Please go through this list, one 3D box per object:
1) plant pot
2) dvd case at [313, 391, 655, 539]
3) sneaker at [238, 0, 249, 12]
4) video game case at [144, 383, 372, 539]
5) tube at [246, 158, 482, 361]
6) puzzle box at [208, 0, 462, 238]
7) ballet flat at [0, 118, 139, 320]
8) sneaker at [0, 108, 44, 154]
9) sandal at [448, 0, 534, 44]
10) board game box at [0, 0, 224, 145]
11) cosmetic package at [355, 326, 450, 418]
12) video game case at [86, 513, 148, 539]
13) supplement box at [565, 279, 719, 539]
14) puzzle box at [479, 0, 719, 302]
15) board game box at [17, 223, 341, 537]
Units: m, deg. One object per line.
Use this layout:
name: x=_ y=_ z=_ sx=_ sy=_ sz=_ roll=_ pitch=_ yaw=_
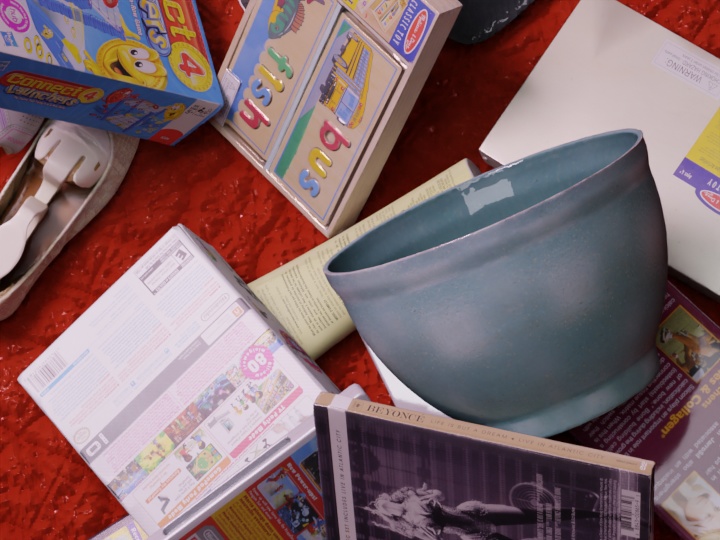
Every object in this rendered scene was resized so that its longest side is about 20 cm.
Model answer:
plant pot: x=0.095 y=0.020 z=1.438 sx=0.200 sy=0.200 sz=0.135 roll=-22 pitch=98 yaw=8
dvd case: x=0.072 y=0.145 z=1.443 sx=0.199 sy=0.149 sz=0.016 roll=11 pitch=44 yaw=17
sneaker: x=-0.066 y=-0.244 z=1.683 sx=0.073 sy=0.080 sz=0.201 roll=-17 pitch=74 yaw=8
video game case: x=-0.045 y=0.179 z=1.523 sx=0.200 sy=0.143 sz=0.017 roll=-36 pitch=30 yaw=-2
tube: x=0.000 y=0.000 z=1.622 sx=0.200 sy=0.052 sz=0.058 roll=-33 pitch=31 yaw=10
puzzle box: x=-0.022 y=-0.134 z=1.604 sx=0.133 sy=0.025 sz=0.200 roll=44 pitch=132 yaw=20
ballet flat: x=-0.209 y=-0.048 z=1.674 sx=0.067 sy=0.062 sz=0.200 roll=31 pitch=86 yaw=1
sneaker: x=-0.282 y=-0.144 z=1.699 sx=0.200 sy=0.081 sz=0.088 roll=31 pitch=95 yaw=38
sandal: x=0.130 y=-0.222 z=1.629 sx=0.200 sy=0.048 sz=0.075 roll=-45 pitch=109 yaw=6
board game box: x=-0.199 y=-0.194 z=1.631 sx=0.056 sy=0.195 sz=0.201 roll=-34 pitch=62 yaw=35
cosmetic package: x=0.058 y=0.096 z=1.544 sx=0.051 sy=0.083 sz=0.201 roll=-27 pitch=80 yaw=7
video game case: x=-0.125 y=0.256 z=1.597 sx=0.180 sy=0.026 sz=0.200 roll=-32 pitch=70 yaw=5
supplement box: x=0.202 y=0.097 z=1.522 sx=0.110 sy=0.086 sz=0.200 roll=-46 pitch=69 yaw=0
puzzle box: x=0.193 y=-0.077 z=1.591 sx=0.200 sy=0.025 sz=0.133 roll=33 pitch=82 yaw=20
board game box: x=-0.098 y=0.093 z=1.585 sx=0.148 sy=0.064 sz=0.200 roll=-43 pitch=68 yaw=3
